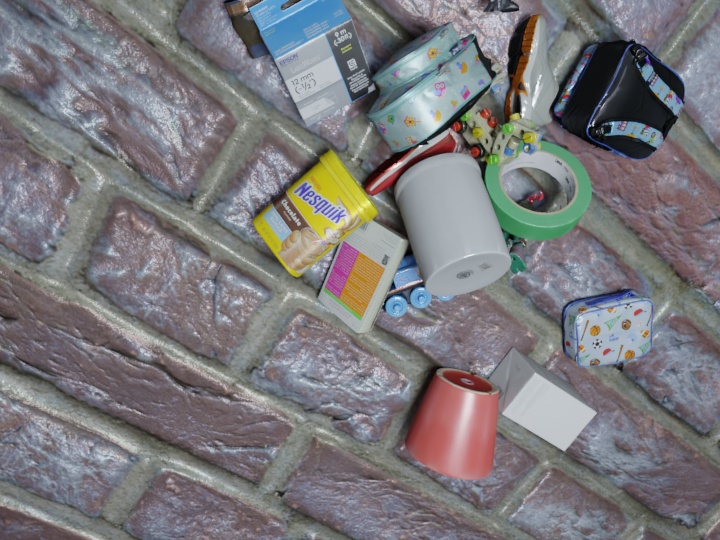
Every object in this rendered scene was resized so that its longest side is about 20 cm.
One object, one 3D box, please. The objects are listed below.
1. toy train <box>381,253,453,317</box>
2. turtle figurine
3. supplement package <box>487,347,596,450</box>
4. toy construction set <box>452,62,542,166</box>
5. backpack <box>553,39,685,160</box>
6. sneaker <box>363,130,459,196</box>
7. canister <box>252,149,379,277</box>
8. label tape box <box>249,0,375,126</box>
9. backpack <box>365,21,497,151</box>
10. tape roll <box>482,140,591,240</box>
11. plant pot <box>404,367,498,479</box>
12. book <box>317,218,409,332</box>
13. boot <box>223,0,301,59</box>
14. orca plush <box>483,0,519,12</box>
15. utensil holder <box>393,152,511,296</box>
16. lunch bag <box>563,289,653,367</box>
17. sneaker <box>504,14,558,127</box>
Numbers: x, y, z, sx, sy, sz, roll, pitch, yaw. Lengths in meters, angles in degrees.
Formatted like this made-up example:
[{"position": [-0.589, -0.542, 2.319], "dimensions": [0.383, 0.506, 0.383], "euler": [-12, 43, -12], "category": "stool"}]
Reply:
[{"position": [0.109, 0.015, 1.056], "dimensions": [0.197, 0.087, 0.116], "euler": [-18, 107, 2], "category": "toy train"}, {"position": [0.315, -0.078, 1.032], "dimensions": [0.101, 0.149, 0.200], "euler": [49, 56, -12], "category": "turtle figurine"}, {"position": [0.405, 0.293, 1.179], "dimensions": [0.199, 0.121, 0.120], "euler": [32, 102, -17], "category": "supplement package"}, {"position": [0.243, -0.275, 0.942], "dimensions": [0.091, 0.202, 0.131], "euler": [-5, 154, -28], "category": "toy construction set"}, {"position": [0.496, -0.312, 0.974], "dimensions": [0.198, 0.135, 0.185], "euler": [15, 108, -27], "category": "backpack"}, {"position": [0.111, -0.179, 0.993], "dimensions": [0.199, 0.078, 0.116], "euler": [-36, 109, 6], "category": "sneaker"}, {"position": [-0.085, -0.103, 0.971], "dimensions": [0.199, 0.087, 0.149], "euler": [-39, 89, 8], "category": "canister"}, {"position": [-0.074, -0.365, 0.864], "dimensions": [0.142, 0.067, 0.201], "euler": [-27, 139, 1], "category": "label tape box"}, {"position": [0.104, -0.302, 0.874], "dimensions": [0.153, 0.175, 0.201], "euler": [45, 75, -23], "category": "backpack"}, {"position": [0.329, -0.155, 0.979], "dimensions": [0.197, 0.203, 0.048], "euler": [-9, 154, -5], "category": "tape roll"}, {"position": [0.213, 0.324, 1.135], "dimensions": [0.197, 0.200, 0.180], "euler": [12, 97, -12], "category": "plant pot"}, {"position": [0.000, 0.000, 1.017], "dimensions": [0.048, 0.133, 0.202], "euler": [2, 117, -54], "category": "book"}, {"position": [-0.121, -0.437, 0.881], "dimensions": [0.197, 0.075, 0.098], "euler": [-17, 127, 0], "category": "boot"}, {"position": [0.259, -0.544, 0.889], "dimensions": [0.071, 0.104, 0.203], "euler": [-5, 87, -47], "category": "orca plush"}, {"position": [0.163, -0.077, 0.933], "dimensions": [0.167, 0.203, 0.171], "euler": [-10, 154, -5], "category": "utensil holder"}, {"position": [0.563, 0.127, 1.171], "dimensions": [0.197, 0.076, 0.163], "euler": [-12, 108, -3], "category": "lunch bag"}, {"position": [0.330, -0.367, 0.970], "dimensions": [0.091, 0.076, 0.203], "euler": [-7, 118, -14], "category": "sneaker"}]
